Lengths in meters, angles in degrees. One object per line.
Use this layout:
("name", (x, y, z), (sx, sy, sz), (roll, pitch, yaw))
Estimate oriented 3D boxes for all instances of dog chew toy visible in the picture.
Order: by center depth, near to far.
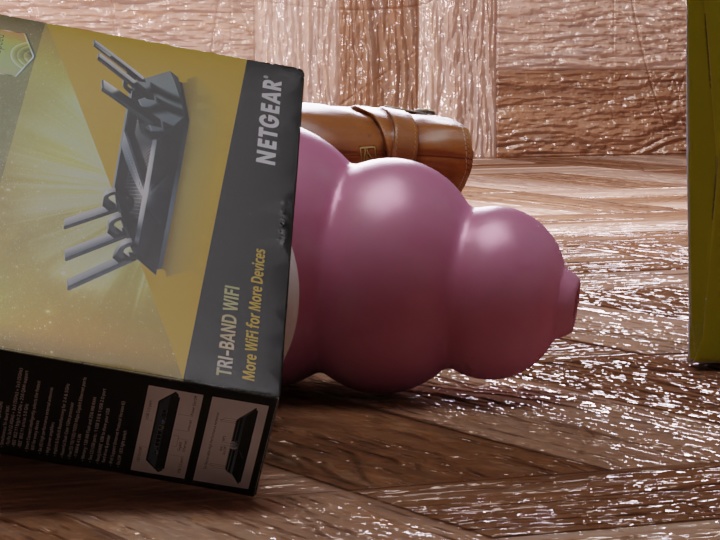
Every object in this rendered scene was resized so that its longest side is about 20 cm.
("dog chew toy", (0.000, 0.000, 1.342), (0.199, 0.125, 0.125), (8, 6, 8))

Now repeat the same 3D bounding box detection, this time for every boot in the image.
("boot", (-0.031, -0.054, 1.545), (0.154, 0.074, 0.200), (-3, 7, -11))

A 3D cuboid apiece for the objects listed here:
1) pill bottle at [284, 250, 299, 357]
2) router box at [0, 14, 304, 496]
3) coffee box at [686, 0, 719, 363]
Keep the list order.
("pill bottle", (-0.124, 0.014, 1.204), (0.104, 0.105, 0.200), (4, 7, 40))
("router box", (-0.105, -0.013, 1.101), (0.157, 0.052, 0.200), (10, 39, -6))
("coffee box", (0.267, -0.059, 1.517), (0.199, 0.201, 0.198), (0, 5, 8))
